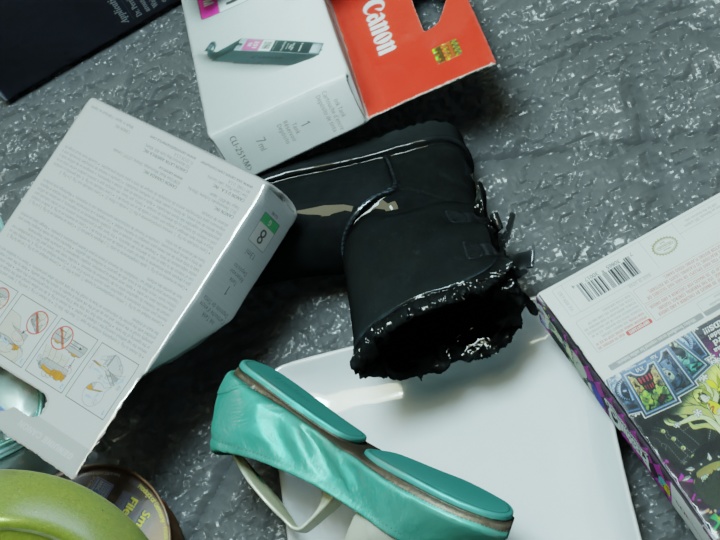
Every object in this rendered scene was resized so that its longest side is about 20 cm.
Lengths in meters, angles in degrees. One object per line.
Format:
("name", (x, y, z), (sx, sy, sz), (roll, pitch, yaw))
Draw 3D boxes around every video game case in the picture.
("video game case", (0.226, 0.037, 1.128), (0.199, 0.036, 0.182), (-29, 57, -9))

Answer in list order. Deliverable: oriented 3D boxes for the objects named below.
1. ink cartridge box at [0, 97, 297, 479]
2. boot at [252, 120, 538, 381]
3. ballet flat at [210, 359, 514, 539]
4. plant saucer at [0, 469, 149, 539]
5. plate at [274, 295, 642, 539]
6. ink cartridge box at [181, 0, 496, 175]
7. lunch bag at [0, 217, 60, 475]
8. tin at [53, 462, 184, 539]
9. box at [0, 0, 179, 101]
("ink cartridge box", (-0.151, 0.012, 1.211), (0.160, 0.050, 0.201), (27, 81, 36))
("boot", (0.000, 0.001, 1.201), (0.197, 0.074, 0.163), (-20, 42, 3))
("ballet flat", (-0.004, 0.121, 1.136), (0.199, 0.067, 0.071), (28, 99, 30))
("plant saucer", (-0.194, 0.210, 1.119), (0.198, 0.031, 0.202), (0, 90, -8))
("plate", (0.053, 0.123, 1.161), (0.199, 0.032, 0.201), (-15, 59, 11))
("ink cartridge box", (-0.020, -0.155, 1.291), (0.173, 0.044, 0.201), (-25, 36, 6))
("lunch bag", (-0.264, 0.056, 1.280), (0.159, 0.077, 0.201), (-25, 59, 5))
("tin", (-0.178, 0.208, 1.193), (0.111, 0.042, 0.201), (22, 72, 32))
("box", (-0.212, -0.259, 1.410), (0.199, 0.118, 0.197), (-29, 57, 1))
